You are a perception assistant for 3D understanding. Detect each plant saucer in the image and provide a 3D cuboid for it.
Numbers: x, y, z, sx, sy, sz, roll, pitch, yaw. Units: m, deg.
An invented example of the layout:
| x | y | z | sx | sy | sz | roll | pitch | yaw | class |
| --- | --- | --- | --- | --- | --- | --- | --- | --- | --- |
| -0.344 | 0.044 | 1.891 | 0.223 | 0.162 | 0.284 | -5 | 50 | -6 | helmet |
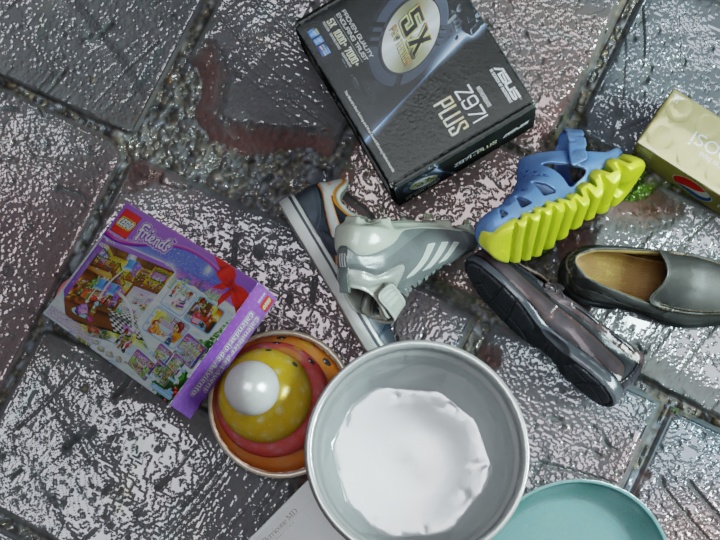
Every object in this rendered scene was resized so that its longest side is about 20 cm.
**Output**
| x | y | z | sx | sy | sz | roll | pitch | yaw | class |
| --- | --- | --- | --- | --- | --- | --- | --- | --- | --- |
| 0.193 | 0.289 | 1.402 | 0.200 | 0.036 | 0.200 | -1 | 95 | -13 | plant saucer |

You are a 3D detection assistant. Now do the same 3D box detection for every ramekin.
| x | y | z | sx | sy | sz | roll | pitch | yaw | class |
| --- | --- | --- | --- | --- | --- | --- | --- | --- | --- |
| 0.047 | 0.169 | 1.369 | 0.200 | 0.105 | 0.200 | 1 | 77 | -4 | ramekin |

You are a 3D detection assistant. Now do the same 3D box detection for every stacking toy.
| x | y | z | sx | sy | sz | roll | pitch | yaw | class |
| --- | --- | --- | --- | --- | --- | --- | --- | --- | --- |
| -0.084 | 0.118 | 1.397 | 0.146 | 0.200 | 0.146 | -1 | 81 | 4 | stacking toy |

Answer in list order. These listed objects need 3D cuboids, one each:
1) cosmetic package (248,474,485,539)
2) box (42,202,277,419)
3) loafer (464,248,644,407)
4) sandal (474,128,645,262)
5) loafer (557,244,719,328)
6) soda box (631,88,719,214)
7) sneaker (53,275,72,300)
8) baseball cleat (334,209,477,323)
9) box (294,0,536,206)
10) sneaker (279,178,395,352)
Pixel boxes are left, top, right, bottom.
| x | y | z | sx | sy | sz | roll | pitch | yaw | class |
| --- | --- | --- | --- | --- | --- | --- | --- | --- | --- |
| 0.016 | 0.243 | 1.444 | 0.200 | 0.052 | 0.151 | -45 | 78 | -4 | cosmetic package |
| -0.190 | 0.034 | 1.403 | 0.200 | 0.039 | 0.137 | 30 | 80 | 37 | box |
| 0.189 | 0.045 | 1.459 | 0.200 | 0.072 | 0.063 | 44 | 70 | 7 | loafer |
| 0.180 | -0.076 | 1.452 | 0.200 | 0.080 | 0.087 | -29 | 66 | -33 | sandal |
| 0.292 | 0.013 | 1.446 | 0.200 | 0.072 | 0.073 | 4 | 80 | 5 | loafer |
| 0.366 | -0.091 | 1.462 | 0.200 | 0.064 | 0.068 | 35 | 85 | 9 | soda box |
| -0.209 | 0.030 | 1.479 | 0.200 | 0.087 | 0.074 | 8 | 80 | 6 | sneaker |
| 0.040 | -0.003 | 1.429 | 0.070 | 0.200 | 0.107 | 6 | 93 | 42 | baseball cleat |
| 0.055 | -0.194 | 1.494 | 0.164 | 0.086 | 0.200 | -30 | 79 | -1 | box |
| 0.000 | 0.000 | 1.471 | 0.079 | 0.078 | 0.200 | -29 | 83 | -4 | sneaker |
